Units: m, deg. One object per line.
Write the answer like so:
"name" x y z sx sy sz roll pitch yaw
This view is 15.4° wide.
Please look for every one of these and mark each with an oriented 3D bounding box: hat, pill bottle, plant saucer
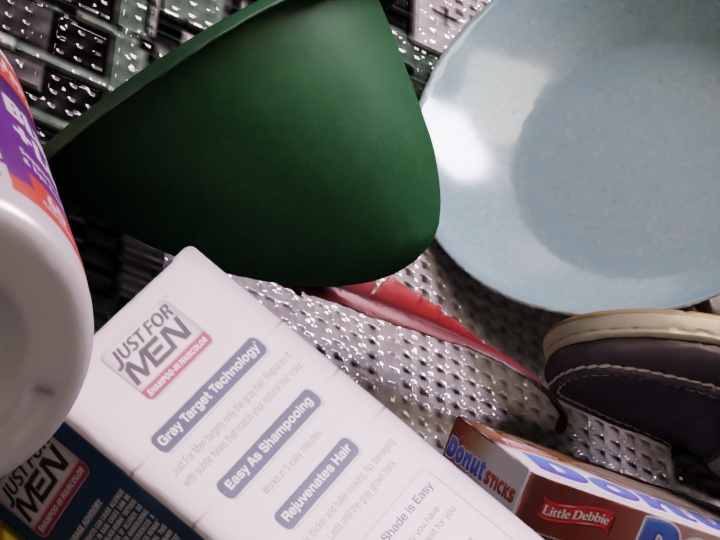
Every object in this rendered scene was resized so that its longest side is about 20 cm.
"hat" 0.000 0.000 0.954 0.200 0.166 0.176 -28 84 -35
"pill bottle" -0.155 -0.024 0.848 0.111 0.111 0.200 18 23 -26
"plant saucer" 0.121 -0.055 1.114 0.039 0.201 0.201 63 13 -51

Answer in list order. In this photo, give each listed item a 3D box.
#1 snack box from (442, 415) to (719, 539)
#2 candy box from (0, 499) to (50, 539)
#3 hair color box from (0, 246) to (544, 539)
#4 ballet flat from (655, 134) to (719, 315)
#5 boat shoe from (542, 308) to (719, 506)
"snack box" 0.130 0.105 1.028 0.200 0.024 0.072 20 6 -24
"candy box" -0.065 0.140 0.866 0.102 0.026 0.200 4 52 -32
"hair color box" -0.017 0.094 0.873 0.200 0.061 0.100 40 41 4
"ballet flat" 0.146 -0.011 1.139 0.069 0.071 0.200 12 47 -33
"boat shoe" 0.163 0.068 1.031 0.200 0.072 0.065 18 66 -16
